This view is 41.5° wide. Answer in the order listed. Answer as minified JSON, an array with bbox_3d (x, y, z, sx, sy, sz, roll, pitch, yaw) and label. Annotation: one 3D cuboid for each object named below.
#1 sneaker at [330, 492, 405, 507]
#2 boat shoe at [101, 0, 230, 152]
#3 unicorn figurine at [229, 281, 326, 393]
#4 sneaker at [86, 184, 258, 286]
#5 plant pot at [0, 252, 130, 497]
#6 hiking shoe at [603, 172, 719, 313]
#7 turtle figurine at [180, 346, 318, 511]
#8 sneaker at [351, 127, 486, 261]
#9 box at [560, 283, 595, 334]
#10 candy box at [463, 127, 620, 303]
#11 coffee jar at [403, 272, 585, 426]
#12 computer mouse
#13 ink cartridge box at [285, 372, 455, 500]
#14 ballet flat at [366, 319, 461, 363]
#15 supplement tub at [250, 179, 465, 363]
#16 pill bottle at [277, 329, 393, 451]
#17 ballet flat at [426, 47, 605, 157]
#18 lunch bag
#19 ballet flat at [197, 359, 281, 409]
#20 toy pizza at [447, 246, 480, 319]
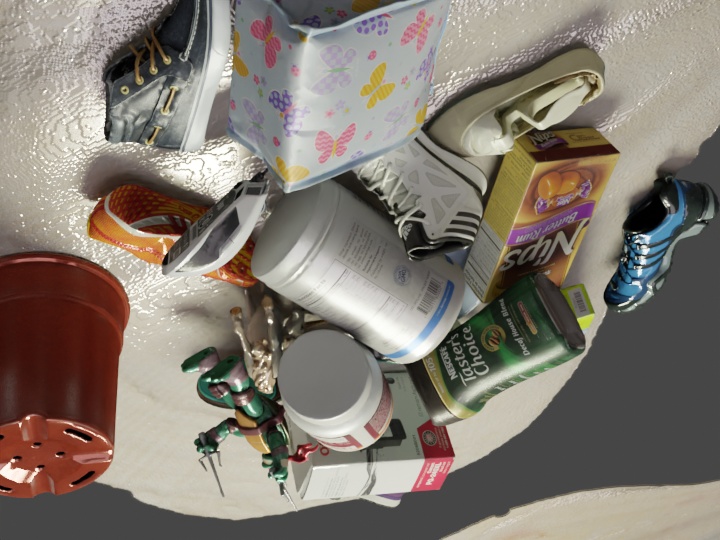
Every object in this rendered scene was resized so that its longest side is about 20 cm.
[{"bbox_3d":[0.001,0.295,1.437,0.200,0.076,0.088,18,115,-39],"label":"sneaker"},{"bbox_3d":[-0.171,-0.181,0.823,0.091,0.071,0.201,-1,140,-23],"label":"boat shoe"},{"bbox_3d":[-0.105,0.065,1.094,0.074,0.200,0.138,-3,125,18],"label":"unicorn figurine"},{"bbox_3d":[-0.191,-0.033,1.003,0.200,0.073,0.077,26,145,-33],"label":"sneaker"},{"bbox_3d":[-0.342,0.120,1.014,0.200,0.196,0.201,-10,140,-8],"label":"plant pot"},{"bbox_3d":[0.347,-0.035,1.173,0.086,0.074,0.200,15,121,-22],"label":"hiking shoe"},{"bbox_3d":[-0.134,0.188,1.125,0.149,0.101,0.200,-6,117,39],"label":"turtle figurine"},{"bbox_3d":[0.042,-0.082,0.949,0.200,0.116,0.076,24,142,-22],"label":"sneaker"},{"bbox_3d":[0.225,0.080,1.218,0.122,0.048,0.200,-17,161,1],"label":"box"},{"bbox_3d":[0.199,-0.059,1.068,0.116,0.057,0.200,-9,136,-26],"label":"candy box"},{"bbox_3d":[0.147,0.094,1.079,0.200,0.105,0.085,-36,159,26],"label":"coffee jar"},{"bbox_3d":[-0.112,-0.057,0.924,0.200,0.110,0.044,-43,111,8],"label":"computer mouse"},{"bbox_3d":[0.008,0.219,1.280,0.199,0.146,0.084,0,138,-18],"label":"ink cartridge box"},{"bbox_3d":[0.087,0.091,1.180,0.199,0.068,0.069,11,124,-29],"label":"ballet flat"},{"bbox_3d":[0.000,0.000,1.007,0.200,0.132,0.132,32,122,-22],"label":"supplement tub"},{"bbox_3d":[-0.027,0.135,1.065,0.114,0.115,0.200,-17,161,1],"label":"pill bottle"},{"bbox_3d":[0.157,-0.158,0.964,0.200,0.070,0.069,-28,138,14],"label":"ballet flat"},{"bbox_3d":[-0.010,-0.187,0.829,0.200,0.127,0.170,-25,146,-30],"label":"lunch bag"},{"bbox_3d":[-0.105,0.142,1.209,0.199,0.068,0.068,-11,153,-5],"label":"ballet flat"},{"bbox_3d":[0.068,0.010,1.151,0.199,0.032,0.201,-9,141,-8],"label":"toy pizza"}]
